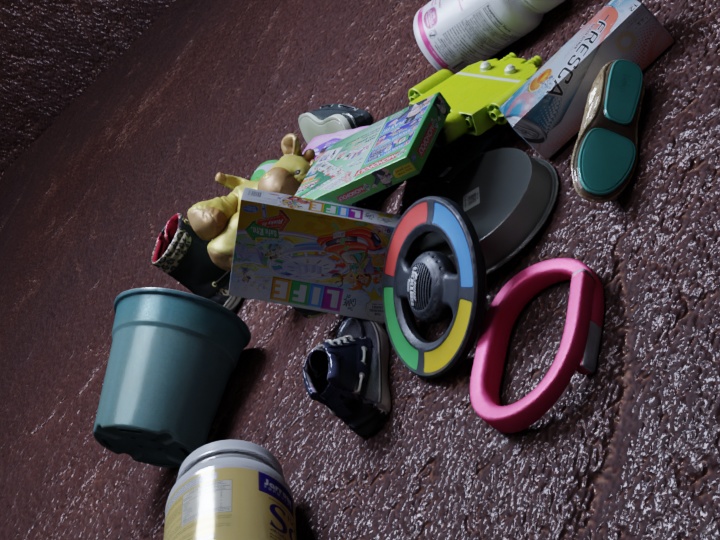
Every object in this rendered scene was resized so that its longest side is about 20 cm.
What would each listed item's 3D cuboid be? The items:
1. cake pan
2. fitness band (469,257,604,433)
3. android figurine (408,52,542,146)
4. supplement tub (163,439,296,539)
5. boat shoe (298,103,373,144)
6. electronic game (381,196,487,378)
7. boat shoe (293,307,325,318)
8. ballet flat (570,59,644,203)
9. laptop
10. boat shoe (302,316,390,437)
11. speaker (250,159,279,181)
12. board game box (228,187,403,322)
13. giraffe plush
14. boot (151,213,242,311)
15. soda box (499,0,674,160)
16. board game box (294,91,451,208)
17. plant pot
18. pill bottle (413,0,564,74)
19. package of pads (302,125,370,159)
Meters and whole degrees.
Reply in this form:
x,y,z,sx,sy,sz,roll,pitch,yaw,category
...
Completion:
x,y,z,sx,sy,sz,roll,pitch,yaw,category
0.137,-0.069,1.350,0.200,0.037,0.200,-32,30,21,cake pan
0.172,0.069,1.144,0.144,0.037,0.200,-26,34,42,fitness band
0.147,-0.223,1.470,0.200,0.041,0.182,-35,32,-24,android figurine
-0.140,0.294,1.241,0.145,0.145,0.200,-42,28,20,supplement tub
-0.038,-0.232,1.842,0.066,0.075,0.199,-29,10,-19,boat shoe
0.077,0.018,1.267,0.200,0.042,0.200,-5,85,62,electronic game
0.000,0.000,1.473,0.201,0.061,0.072,-23,40,13,boat shoe
0.264,-0.139,1.248,0.065,0.070,0.200,117,177,-59,ballet flat
0.081,-0.116,1.474,0.177,0.103,0.200,-44,-14,-41,laptop
-0.020,0.099,1.353,0.075,0.093,0.200,-43,27,18,boat shoe
-0.142,-0.083,1.796,0.088,0.088,0.200,-35,31,32,speaker
-0.051,-0.017,1.382,0.034,0.200,0.135,-84,4,-59,board game box
-0.117,-0.091,1.611,0.162,0.173,0.200,-33,25,32,giraffe plush
-0.235,-0.039,1.813,0.073,0.151,0.200,-22,39,46,boot
0.259,-0.226,1.336,0.200,0.068,0.064,-44,27,13,soda box
0.008,-0.133,1.398,0.200,0.029,0.135,-21,31,39,board game box
-0.272,0.156,1.599,0.200,0.200,0.196,-22,46,46,plant pot
0.180,-0.361,1.592,0.200,0.113,0.113,-29,34,38,pill bottle
-0.027,-0.142,1.692,0.200,0.076,0.121,1,55,59,package of pads
